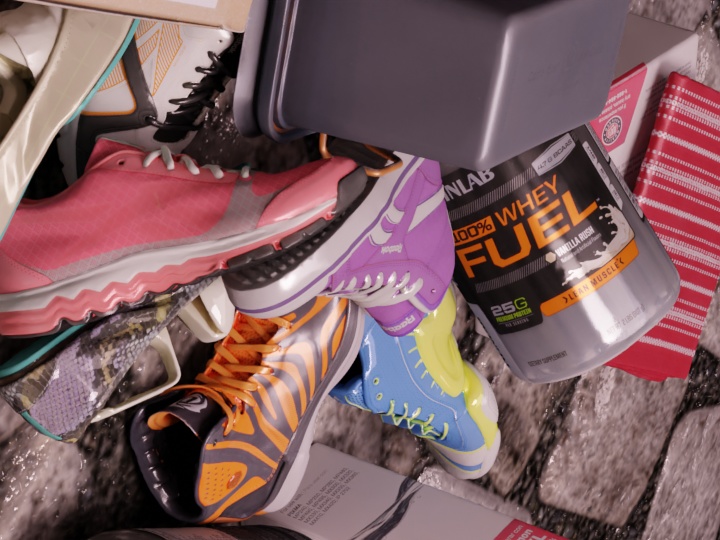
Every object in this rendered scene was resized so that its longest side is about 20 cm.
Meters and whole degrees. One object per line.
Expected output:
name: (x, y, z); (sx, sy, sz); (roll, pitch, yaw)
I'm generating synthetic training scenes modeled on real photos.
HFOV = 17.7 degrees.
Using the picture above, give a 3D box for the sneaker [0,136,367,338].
sneaker: (-0.097, -0.033, 1.155); (0.074, 0.200, 0.087); (-172, -117, -88)

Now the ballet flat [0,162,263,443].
ballet flat: (-0.109, 0.023, 1.246); (0.200, 0.072, 0.072); (-44, 140, -31)

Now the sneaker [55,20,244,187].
sneaker: (-0.095, -0.107, 1.182); (0.074, 0.080, 0.200); (-14, 127, -54)

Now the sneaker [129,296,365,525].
sneaker: (-0.066, 0.059, 1.328); (0.112, 0.078, 0.200); (-7, 114, -56)

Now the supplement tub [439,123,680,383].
supplement tub: (0.097, -0.042, 1.410); (0.123, 0.123, 0.200); (-43, 107, -34)

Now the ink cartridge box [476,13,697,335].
ink cartridge box: (0.151, -0.056, 1.561); (0.145, 0.084, 0.200); (-32, 132, -43)

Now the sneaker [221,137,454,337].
sneaker: (0.001, 0.000, 1.275); (0.200, 0.073, 0.114); (-44, 124, -49)

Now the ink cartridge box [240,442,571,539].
ink cartridge box: (0.033, 0.211, 1.449); (0.084, 0.200, 0.145); (-41, 139, -40)

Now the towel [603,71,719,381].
towel: (0.208, -0.024, 1.551); (0.145, 0.022, 0.200); (14, 95, -56)

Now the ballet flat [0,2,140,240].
ballet flat: (-0.172, -0.079, 1.113); (0.200, 0.069, 0.069); (-62, 147, -9)

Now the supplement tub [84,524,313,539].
supplement tub: (-0.102, 0.207, 1.318); (0.200, 0.122, 0.123); (7, 102, -56)

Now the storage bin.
storage bin: (0.044, -0.112, 1.201); (0.200, 0.134, 0.146); (-25, 131, -57)

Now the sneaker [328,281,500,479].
sneaker: (0.020, 0.070, 1.475); (0.105, 0.076, 0.200); (-37, 124, -26)

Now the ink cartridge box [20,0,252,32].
ink cartridge box: (-0.159, -0.164, 0.981); (0.200, 0.165, 0.075); (2, 107, -57)
